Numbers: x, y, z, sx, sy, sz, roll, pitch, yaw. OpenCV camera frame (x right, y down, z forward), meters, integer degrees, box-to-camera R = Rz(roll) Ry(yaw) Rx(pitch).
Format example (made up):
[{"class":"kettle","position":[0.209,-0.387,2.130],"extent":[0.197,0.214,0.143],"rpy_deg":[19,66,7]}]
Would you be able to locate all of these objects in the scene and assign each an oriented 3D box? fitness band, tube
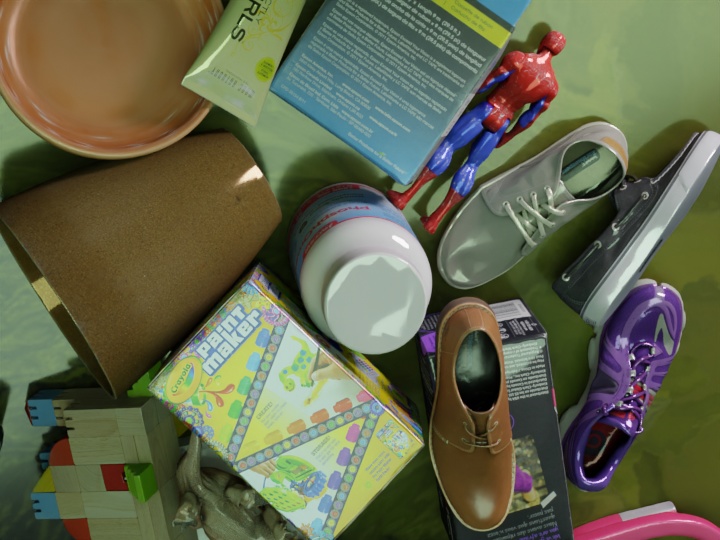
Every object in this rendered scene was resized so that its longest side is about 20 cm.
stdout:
[{"class":"fitness band","position":[0.254,0.295,1.855],"extent":[0.199,0.037,0.144],"rpy_deg":[-15,107,-1]},{"class":"tube","position":[-0.072,-0.222,1.639],"extent":[0.058,0.052,0.200],"rpy_deg":[25,84,10]}]

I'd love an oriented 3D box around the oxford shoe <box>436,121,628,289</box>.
[{"class":"oxford shoe","position":[0.149,-0.055,1.737],"extent":[0.200,0.058,0.075],"rpy_deg":[-37,109,6]}]

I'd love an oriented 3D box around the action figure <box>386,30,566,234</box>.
[{"class":"action figure","position":[0.106,-0.125,1.716],"extent":[0.065,0.052,0.200],"rpy_deg":[39,100,-19]}]

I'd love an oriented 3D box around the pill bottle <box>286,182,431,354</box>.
[{"class":"pill bottle","position":[0.000,0.000,1.658],"extent":[0.108,0.200,0.109],"rpy_deg":[-2,105,-7]}]

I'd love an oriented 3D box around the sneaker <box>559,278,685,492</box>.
[{"class":"sneaker","position":[0.238,0.107,1.778],"extent":[0.080,0.083,0.201],"rpy_deg":[17,102,-11]}]

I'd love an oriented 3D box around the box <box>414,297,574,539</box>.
[{"class":"box","position":[0.115,0.140,1.751],"extent":[0.106,0.122,0.201],"rpy_deg":[-10,106,-3]}]

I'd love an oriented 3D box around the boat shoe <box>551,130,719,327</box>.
[{"class":"boat shoe","position":[0.238,-0.047,1.749],"extent":[0.066,0.070,0.200],"rpy_deg":[35,93,14]}]

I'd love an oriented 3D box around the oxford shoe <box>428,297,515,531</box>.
[{"class":"oxford shoe","position":[0.092,0.128,1.647],"extent":[0.071,0.071,0.201],"rpy_deg":[-8,107,-4]}]

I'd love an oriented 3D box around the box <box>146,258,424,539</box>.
[{"class":"box","position":[-0.058,0.104,1.661],"extent":[0.193,0.200,0.122],"rpy_deg":[44,94,-3]}]

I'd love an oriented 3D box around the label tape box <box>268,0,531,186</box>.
[{"class":"label tape box","position":[0.040,-0.192,1.663],"extent":[0.144,0.063,0.200],"rpy_deg":[36,99,4]}]

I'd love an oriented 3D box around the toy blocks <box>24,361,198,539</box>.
[{"class":"toy blocks","position":[-0.223,0.180,1.733],"extent":[0.136,0.100,0.201],"rpy_deg":[-4,107,23]}]

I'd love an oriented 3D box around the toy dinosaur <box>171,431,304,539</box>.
[{"class":"toy dinosaur","position":[-0.112,0.208,1.703],"extent":[0.086,0.136,0.200],"rpy_deg":[-36,109,-3]}]

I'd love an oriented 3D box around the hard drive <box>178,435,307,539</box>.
[{"class":"hard drive","position":[-0.103,0.237,1.801],"extent":[0.131,0.026,0.201],"rpy_deg":[-13,106,-3]}]

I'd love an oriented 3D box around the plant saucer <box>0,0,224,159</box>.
[{"class":"plant saucer","position":[-0.207,-0.185,1.634],"extent":[0.199,0.037,0.201],"rpy_deg":[3,78,-15]}]

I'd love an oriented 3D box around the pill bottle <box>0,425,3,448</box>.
[{"class":"pill bottle","position":[-0.411,0.154,1.696],"extent":[0.199,0.112,0.112],"rpy_deg":[18,102,-12]}]

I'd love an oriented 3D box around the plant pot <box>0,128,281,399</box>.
[{"class":"plant pot","position":[-0.171,-0.025,1.658],"extent":[0.200,0.186,0.187],"rpy_deg":[-33,107,-13]}]
